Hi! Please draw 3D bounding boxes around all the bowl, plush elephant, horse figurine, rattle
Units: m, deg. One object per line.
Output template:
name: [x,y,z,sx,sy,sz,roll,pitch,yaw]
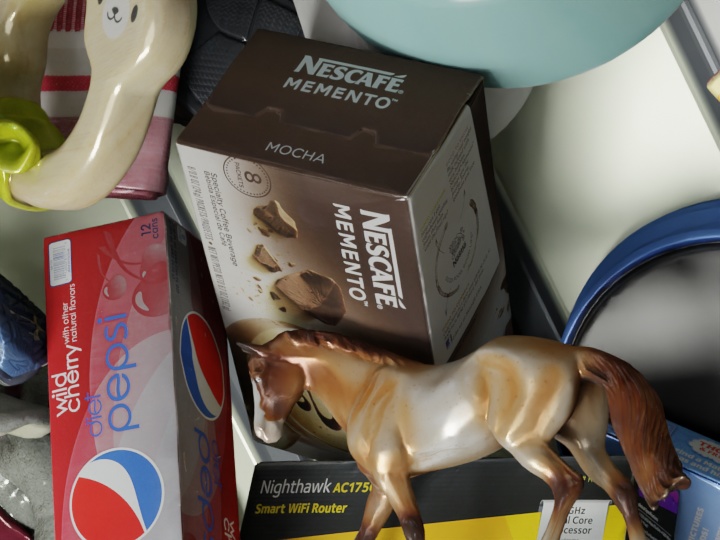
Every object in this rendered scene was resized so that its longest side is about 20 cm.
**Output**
bowl: [0.178,0.067,1.014,0.201,0.039,0.201,10,112,25]
plush elephant: [-0.192,0.089,1.144,0.155,0.165,0.200,20,103,-22]
horse figurine: [0.047,0.075,0.937,0.200,0.050,0.133,-14,74,29]
bowl: [0.048,-0.177,0.924,0.201,0.105,0.201,1,92,16]
rattle: [-0.140,-0.111,0.950,0.143,0.130,0.200,22,146,-28]

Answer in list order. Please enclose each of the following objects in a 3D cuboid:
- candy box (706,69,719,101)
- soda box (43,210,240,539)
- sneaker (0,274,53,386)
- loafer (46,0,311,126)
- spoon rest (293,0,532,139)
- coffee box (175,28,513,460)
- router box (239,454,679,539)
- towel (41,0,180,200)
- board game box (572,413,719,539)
candy box: [0.253,-0.044,0.925,0.200,0.055,0.115,49,123,5]
soda box: [-0.096,0.081,1.008,0.063,0.070,0.200,-11,67,17]
sneaker: [-0.212,0.021,1.066,0.077,0.085,0.200,45,171,-39]
loafer: [-0.076,-0.101,1.090,0.200,0.063,0.072,17,83,18]
spoon rest: [-0.004,-0.136,1.027,0.099,0.061,0.200,-44,85,-1]
coffee box: [0.000,0.000,1.017,0.113,0.080,0.200,15,141,23]
router box: [0.031,0.158,0.984,0.200,0.051,0.149,-5,62,33]
towel: [-0.148,-0.134,1.071,0.144,0.023,0.200,2,82,20]
board game box: [0.176,0.161,1.002,0.200,0.037,0.151,23,121,20]
